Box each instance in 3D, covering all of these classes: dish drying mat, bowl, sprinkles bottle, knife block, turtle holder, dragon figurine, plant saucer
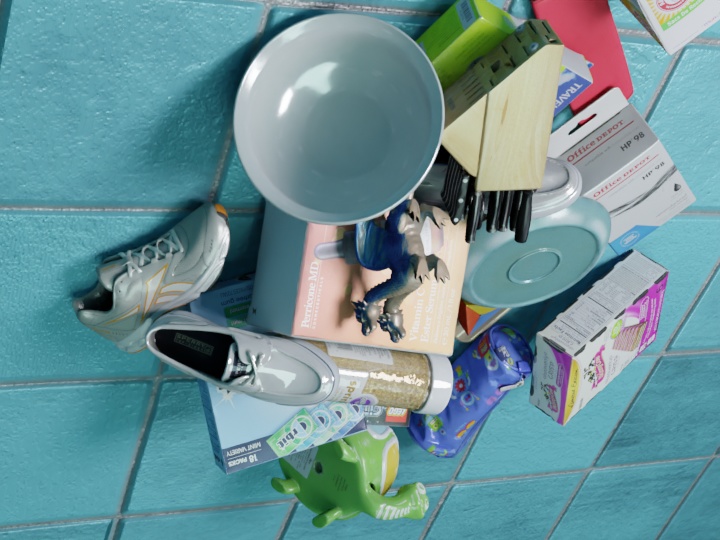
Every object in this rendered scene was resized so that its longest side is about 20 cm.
[{"bbox_3d":[0.237,-0.235,1.409,0.077,0.018,0.200,-30,138,3],"label":"dish drying mat"},{"bbox_3d":[-0.017,-0.136,1.272,0.201,0.202,0.090,-29,171,1],"label":"bowl"},{"bbox_3d":[-0.002,0.111,1.428,0.199,0.068,0.068,9,127,-24],"label":"sprinkles bottle"},{"bbox_3d":[0.154,-0.121,1.311,0.200,0.064,0.175,-40,122,15],"label":"knife block"},{"bbox_3d":[-0.008,0.230,1.633,0.131,0.185,0.142,-14,102,-48],"label":"turtle holder"},{"bbox_3d":[0.032,-0.030,1.304,0.099,0.201,0.059,-9,175,42],"label":"dragon figurine"},{"bbox_3d":[0.194,-0.013,1.509,0.199,0.027,0.200,-13,147,-9],"label":"plant saucer"}]

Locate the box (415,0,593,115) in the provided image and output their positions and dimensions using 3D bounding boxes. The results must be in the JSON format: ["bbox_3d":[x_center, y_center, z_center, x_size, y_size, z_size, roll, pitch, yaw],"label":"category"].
[{"bbox_3d":[0.141,-0.196,1.358,0.200,0.048,0.122,20,132,-39],"label":"box"}]

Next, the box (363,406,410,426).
[{"bbox_3d":[-0.032,0.104,1.518,0.199,0.038,0.137,5,96,-22],"label":"box"}]

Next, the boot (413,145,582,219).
[{"bbox_3d":[0.131,-0.105,1.386,0.199,0.074,0.096,0,157,7],"label":"boot"}]

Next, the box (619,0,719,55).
[{"bbox_3d":[0.340,-0.326,1.301,0.200,0.113,0.101,-36,138,11],"label":"box"}]

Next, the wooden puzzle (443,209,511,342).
[{"bbox_3d":[0.141,0.001,1.574,0.185,0.046,0.200,-40,137,14],"label":"wooden puzzle"}]

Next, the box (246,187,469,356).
[{"bbox_3d":[0.000,0.000,1.393,0.199,0.106,0.153,8,92,-31],"label":"box"}]

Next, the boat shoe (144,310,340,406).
[{"bbox_3d":[-0.121,0.094,1.330,0.199,0.065,0.074,12,98,6],"label":"boat shoe"}]

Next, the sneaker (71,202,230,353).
[{"bbox_3d":[-0.216,0.002,1.363,0.092,0.076,0.200,27,114,-39],"label":"sneaker"}]

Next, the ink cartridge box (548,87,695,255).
[{"bbox_3d":[0.292,-0.109,1.514,0.116,0.067,0.200,-37,145,11],"label":"ink cartridge box"}]

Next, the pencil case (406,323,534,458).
[{"bbox_3d":[0.142,0.158,1.699,0.078,0.087,0.200,9,130,-41],"label":"pencil case"}]

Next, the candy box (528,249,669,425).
[{"bbox_3d":[0.300,0.084,1.678,0.200,0.061,0.137,-37,145,-28],"label":"candy box"}]

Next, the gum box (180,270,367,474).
[{"bbox_3d":[-0.093,0.100,1.448,0.169,0.045,0.201,-15,103,-20],"label":"gum box"}]
